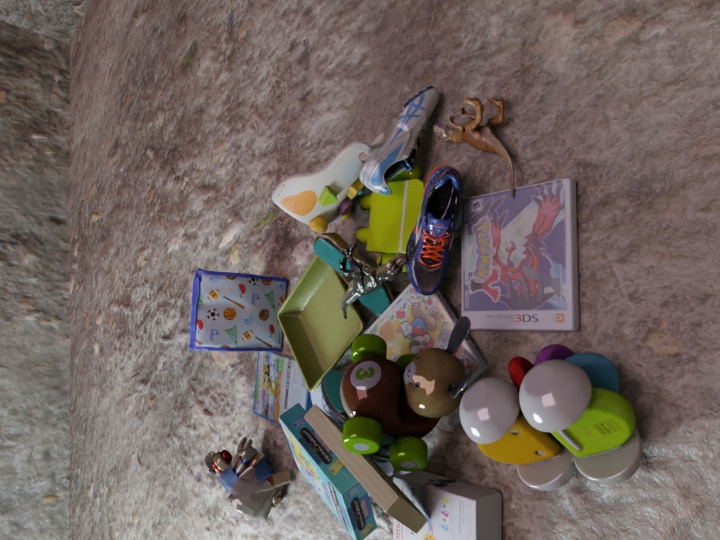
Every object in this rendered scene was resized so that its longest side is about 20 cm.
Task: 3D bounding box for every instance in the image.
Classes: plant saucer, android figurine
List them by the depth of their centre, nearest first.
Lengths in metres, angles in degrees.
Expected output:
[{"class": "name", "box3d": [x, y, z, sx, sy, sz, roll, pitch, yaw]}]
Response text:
[{"class": "android figurine", "box3d": [0.069, -0.091, 0.958, 0.198, 0.041, 0.186, 2, 87, 49]}, {"class": "plant saucer", "box3d": [-0.070, 0.097, 1.084, 0.201, 0.047, 0.201, -53, 51, 30]}]

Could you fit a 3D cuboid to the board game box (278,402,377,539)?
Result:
[{"class": "board game box", "box3d": [-0.058, 0.347, 0.958, 0.199, 0.047, 0.153, 35, 147, 45]}]

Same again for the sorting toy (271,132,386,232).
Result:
[{"class": "sorting toy", "box3d": [-0.030, -0.174, 0.992, 0.107, 0.200, 0.180, 48, 124, 4]}]

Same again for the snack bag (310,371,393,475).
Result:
[{"class": "snack bag", "box3d": [-0.016, 0.288, 1.020, 0.188, 0.021, 0.203, -32, 65, 42]}]

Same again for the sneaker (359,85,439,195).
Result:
[{"class": "sneaker", "box3d": [0.077, -0.215, 0.929, 0.072, 0.072, 0.201, 34, 88, 12]}]

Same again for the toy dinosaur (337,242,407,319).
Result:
[{"class": "toy dinosaur", "box3d": [-0.004, 0.008, 0.926, 0.089, 0.047, 0.200, 59, 139, 9]}]

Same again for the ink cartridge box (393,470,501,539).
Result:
[{"class": "ink cartridge box", "box3d": [0.111, 0.375, 0.832, 0.198, 0.067, 0.117, -6, 80, 48]}]

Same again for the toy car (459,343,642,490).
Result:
[{"class": "toy car", "box3d": [0.233, 0.164, 0.680, 0.199, 0.175, 0.151, -28, 28, 42]}]

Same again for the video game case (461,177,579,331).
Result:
[{"class": "video game case", "box3d": [0.221, -0.016, 0.793, 0.181, 0.023, 0.204, -6, 81, 47]}]

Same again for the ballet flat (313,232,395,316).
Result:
[{"class": "ballet flat", "box3d": [0.000, 0.000, 1.000, 0.200, 0.063, 0.069, 46, 123, 10]}]

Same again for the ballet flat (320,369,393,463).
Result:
[{"class": "ballet flat", "box3d": [-0.007, 0.254, 0.953, 0.200, 0.073, 0.075, 42, 115, 45]}]

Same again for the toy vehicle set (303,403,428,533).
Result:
[{"class": "toy vehicle set", "box3d": [0.006, 0.290, 0.816, 0.027, 0.125, 0.199, -45, 48, -10]}]

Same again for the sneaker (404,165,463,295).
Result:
[{"class": "sneaker", "box3d": [0.111, -0.061, 0.844, 0.074, 0.078, 0.204, 8, 96, 3]}]

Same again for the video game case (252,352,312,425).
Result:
[{"class": "video game case", "box3d": [-0.169, 0.258, 1.196, 0.198, 0.018, 0.146, 4, 89, 48]}]

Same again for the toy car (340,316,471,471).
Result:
[{"class": "toy car", "box3d": [0.080, 0.150, 0.755, 0.200, 0.156, 0.166, -44, 28, 41]}]

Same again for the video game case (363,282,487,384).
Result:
[{"class": "video game case", "box3d": [0.089, 0.137, 0.906, 0.200, 0.023, 0.183, -49, 58, 32]}]

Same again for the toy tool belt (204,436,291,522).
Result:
[{"class": "toy tool belt", "box3d": [-0.235, 0.428, 1.195, 0.123, 0.125, 0.199, -48, 48, -9]}]

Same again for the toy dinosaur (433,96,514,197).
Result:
[{"class": "toy dinosaur", "box3d": [0.190, -0.202, 0.840, 0.200, 0.060, 0.108, 45, 142, 47]}]

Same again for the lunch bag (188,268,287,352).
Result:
[{"class": "lunch bag", "box3d": [-0.273, 0.088, 1.199, 0.123, 0.198, 0.173, -1, 85, 47]}]
